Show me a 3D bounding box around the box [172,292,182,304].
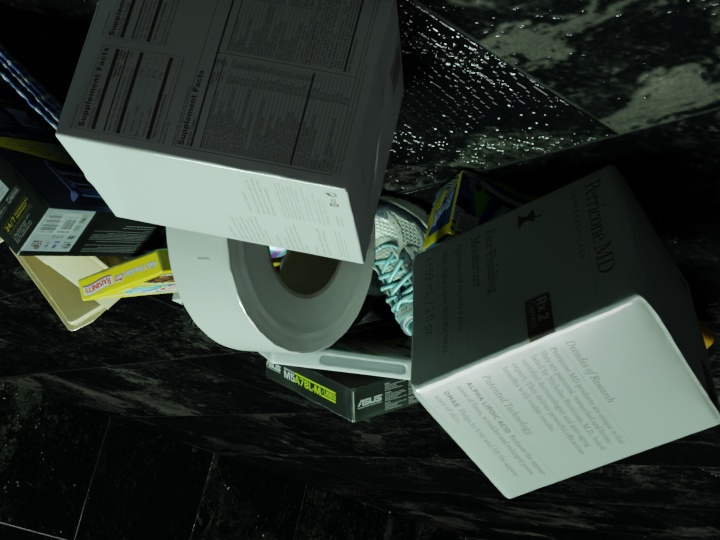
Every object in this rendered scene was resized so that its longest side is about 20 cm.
[{"bbox_3d":[-0.118,0.049,1.316,0.199,0.039,0.041,27,160,-34],"label":"box"}]

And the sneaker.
[{"bbox_3d":[0.057,0.011,1.127,0.200,0.086,0.077,45,134,-9],"label":"sneaker"}]

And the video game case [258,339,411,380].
[{"bbox_3d":[-0.017,0.089,1.217,0.180,0.023,0.200,8,180,-12],"label":"video game case"}]

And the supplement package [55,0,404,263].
[{"bbox_3d":[-0.082,-0.114,0.829,0.198,0.152,0.152,11,163,8],"label":"supplement package"}]

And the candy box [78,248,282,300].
[{"bbox_3d":[-0.170,0.001,1.133,0.102,0.027,0.200,-16,175,29],"label":"candy box"}]

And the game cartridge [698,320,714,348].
[{"bbox_3d":[0.278,0.116,1.183,0.032,0.176,0.200,47,-166,20],"label":"game cartridge"}]

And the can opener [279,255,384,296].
[{"bbox_3d":[0.000,0.000,1.183,0.052,0.067,0.199,-13,167,41],"label":"can opener"}]

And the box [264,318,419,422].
[{"bbox_3d":[0.014,0.116,1.415,0.199,0.048,0.193,-11,-164,-33],"label":"box"}]

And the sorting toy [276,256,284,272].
[{"bbox_3d":[-0.095,-0.006,1.310,0.197,0.070,0.200,11,163,9],"label":"sorting toy"}]

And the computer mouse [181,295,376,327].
[{"bbox_3d":[-0.088,0.049,1.224,0.199,0.046,0.140,10,157,-39],"label":"computer mouse"}]

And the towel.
[{"bbox_3d":[-0.249,-0.122,0.969,0.200,0.024,0.145,44,177,16],"label":"towel"}]

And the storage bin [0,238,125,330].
[{"bbox_3d":[-0.343,-0.056,1.154,0.199,0.094,0.200,48,177,26],"label":"storage bin"}]

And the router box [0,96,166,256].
[{"bbox_3d":[-0.268,-0.082,1.006,0.157,0.052,0.200,44,-164,17],"label":"router box"}]

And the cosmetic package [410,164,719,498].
[{"bbox_3d":[0.166,0.054,0.966,0.199,0.166,0.165,-26,126,23],"label":"cosmetic package"}]

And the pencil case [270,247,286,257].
[{"bbox_3d":[-0.126,-0.085,1.067,0.092,0.086,0.200,18,169,39],"label":"pencil case"}]

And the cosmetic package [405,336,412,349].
[{"bbox_3d":[0.159,0.112,1.289,0.200,0.071,0.105,39,-163,27],"label":"cosmetic package"}]

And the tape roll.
[{"bbox_3d":[-0.072,-0.029,1.000,0.070,0.204,0.202,1,159,37],"label":"tape roll"}]

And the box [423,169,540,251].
[{"bbox_3d":[0.163,-0.024,1.065,0.199,0.065,0.070,19,162,-13],"label":"box"}]
